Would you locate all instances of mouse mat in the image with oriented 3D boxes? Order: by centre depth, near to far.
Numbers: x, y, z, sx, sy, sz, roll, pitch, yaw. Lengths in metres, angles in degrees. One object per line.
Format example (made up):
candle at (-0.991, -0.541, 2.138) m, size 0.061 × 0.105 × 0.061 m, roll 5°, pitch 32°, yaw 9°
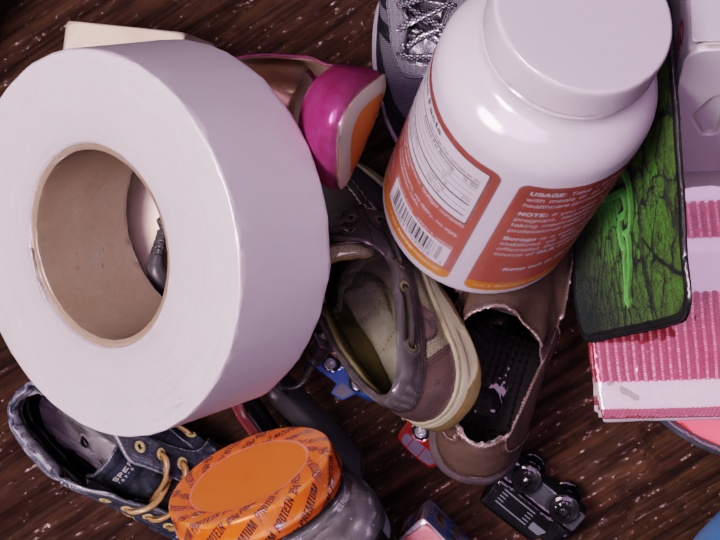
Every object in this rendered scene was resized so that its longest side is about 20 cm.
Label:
mouse mat at (0.136, -0.066, 0.829) m, size 0.007 × 0.161 × 0.201 m, roll 0°, pitch 83°, yaw -11°

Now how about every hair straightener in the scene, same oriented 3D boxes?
hair straightener at (-0.052, 0.045, 0.913) m, size 0.077 × 0.041 × 0.200 m, roll -29°, pitch 107°, yaw 13°

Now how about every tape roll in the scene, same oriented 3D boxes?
tape roll at (-0.114, -0.019, 0.821) m, size 0.202 × 0.071 × 0.203 m, roll 11°, pitch 108°, yaw 37°

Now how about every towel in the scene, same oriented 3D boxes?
towel at (0.199, -0.017, 0.888) m, size 0.143 × 0.023 × 0.201 m, roll -3°, pitch 86°, yaw 11°

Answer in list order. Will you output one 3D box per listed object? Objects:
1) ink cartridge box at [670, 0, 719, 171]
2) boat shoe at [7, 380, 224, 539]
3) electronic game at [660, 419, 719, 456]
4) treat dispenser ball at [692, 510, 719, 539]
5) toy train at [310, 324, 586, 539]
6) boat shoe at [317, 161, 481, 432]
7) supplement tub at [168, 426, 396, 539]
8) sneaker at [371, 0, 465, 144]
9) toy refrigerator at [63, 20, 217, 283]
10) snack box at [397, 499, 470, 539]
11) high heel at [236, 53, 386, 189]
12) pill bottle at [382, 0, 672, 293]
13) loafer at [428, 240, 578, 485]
ink cartridge box at (0.200, -0.170, 0.824) m, size 0.083 × 0.145 × 0.201 m, roll 0°, pitch 69°, yaw 5°
boat shoe at (-0.117, 0.126, 0.929) m, size 0.200 × 0.091 × 0.071 m, roll 31°, pitch 95°, yaw 4°
electronic game at (0.239, 0.013, 0.910) m, size 0.199 × 0.042 × 0.201 m, roll 0°, pitch 92°, yaw 6°
treat dispenser ball at (0.260, 0.205, 0.834) m, size 0.200 × 0.201 × 0.202 m, roll 0°, pitch 92°, yaw 6°
toy train at (0.047, 0.095, 0.940) m, size 0.200 × 0.034 × 0.046 m, roll 38°, pitch 106°, yaw 3°
boat shoe at (0.000, 0.001, 0.881) m, size 0.072 × 0.066 × 0.201 m, roll -43°, pitch 53°, yaw 20°
supplement tub at (-0.026, 0.196, 0.879) m, size 0.122 × 0.123 × 0.201 m, roll -19°, pitch 109°, yaw 7°
sneaker at (0.035, -0.162, 0.888) m, size 0.075 × 0.114 × 0.201 m, roll 4°, pitch 92°, yaw 13°
toy refrigerator at (-0.139, -0.041, 0.939) m, size 0.076 × 0.070 × 0.201 m, roll 7°, pitch 92°, yaw 13°
snack box at (0.100, 0.217, 0.917) m, size 0.024 × 0.072 × 0.200 m, roll -44°, pitch 87°, yaw 5°
high heel at (-0.038, -0.095, 0.858) m, size 0.096 × 0.200 × 0.068 m, roll 23°, pitch 100°, yaw -1°
pill bottle at (0.083, -0.075, 0.793) m, size 0.112 × 0.200 × 0.113 m, roll 5°, pitch 65°, yaw -10°
loafer at (0.089, 0.022, 0.897) m, size 0.073 × 0.071 × 0.201 m, roll 10°, pitch 78°, yaw -1°
